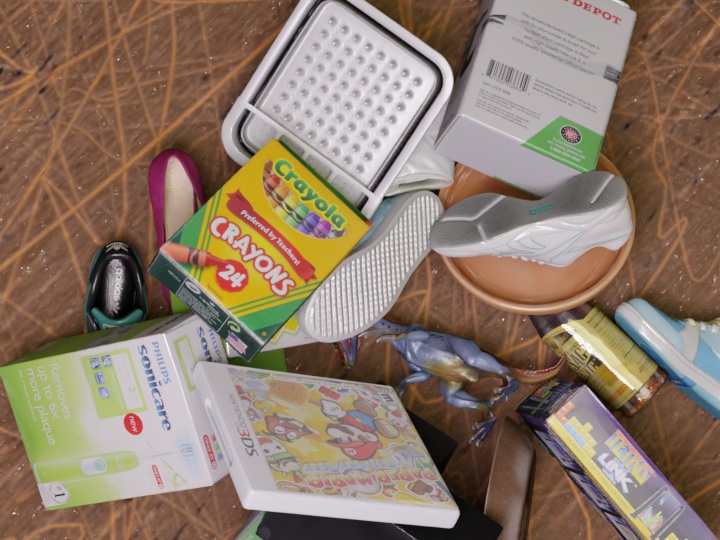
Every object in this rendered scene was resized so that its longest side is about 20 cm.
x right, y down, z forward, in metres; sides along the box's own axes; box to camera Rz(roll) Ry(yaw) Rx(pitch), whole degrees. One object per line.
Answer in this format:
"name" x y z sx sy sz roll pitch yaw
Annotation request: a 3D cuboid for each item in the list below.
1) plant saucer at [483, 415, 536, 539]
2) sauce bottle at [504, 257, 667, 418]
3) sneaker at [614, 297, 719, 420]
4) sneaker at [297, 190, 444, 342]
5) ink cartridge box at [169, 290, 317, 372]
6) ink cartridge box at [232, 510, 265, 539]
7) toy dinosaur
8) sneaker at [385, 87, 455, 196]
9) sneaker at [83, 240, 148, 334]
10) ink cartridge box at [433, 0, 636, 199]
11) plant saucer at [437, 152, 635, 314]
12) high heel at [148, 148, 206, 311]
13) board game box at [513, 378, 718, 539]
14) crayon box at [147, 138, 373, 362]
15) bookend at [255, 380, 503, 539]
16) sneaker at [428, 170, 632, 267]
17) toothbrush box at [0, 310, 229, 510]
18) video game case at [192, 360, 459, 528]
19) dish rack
"plant saucer" 0.141 0.241 1.648 0.036 0.200 0.202 8 87 10
"sauce bottle" 0.217 0.062 1.733 0.200 0.066 0.066 42 84 6
"sneaker" 0.360 0.062 1.746 0.200 0.080 0.131 39 86 -14
"sneaker" 0.000 0.000 1.673 0.200 0.082 0.074 -43 110 -30
"ink cartridge box" -0.098 0.075 1.652 0.147 0.075 0.201 -8 90 -48
"ink cartridge box" -0.011 0.275 1.643 0.200 0.145 0.088 40 117 -2
"toy dinosaur" 0.068 0.092 1.706 0.181 0.199 0.105 40 124 30
"sneaker" 0.003 -0.135 1.697 0.199 0.074 0.116 8 71 -8
"sneaker" -0.239 0.072 1.665 0.071 0.080 0.201 -3 89 -7
"ink cartridge box" 0.174 -0.187 1.694 0.145 0.084 0.201 23 63 -7
"plant saucer" 0.173 -0.044 1.712 0.199 0.038 0.201 -2 65 4
"high heel" -0.168 -0.017 1.670 0.067 0.096 0.201 -18 90 -7
"board game box" 0.246 0.198 1.681 0.057 0.165 0.200 -41 94 -7
"crayon box" -0.082 -0.030 1.570 0.127 0.051 0.200 41 58 0
"bookend" 0.042 0.219 1.557 0.198 0.200 0.092 32 116 11
"sneaker" 0.164 -0.033 1.645 0.199 0.080 0.071 -9 45 18
"toothbrush box" -0.216 0.129 1.589 0.199 0.086 0.146 -12 100 29
"video game case" -0.032 0.149 1.486 0.199 0.182 0.023 10 119 -27
"dish rack" -0.019 -0.156 1.648 0.171 0.044 0.200 36 106 6
